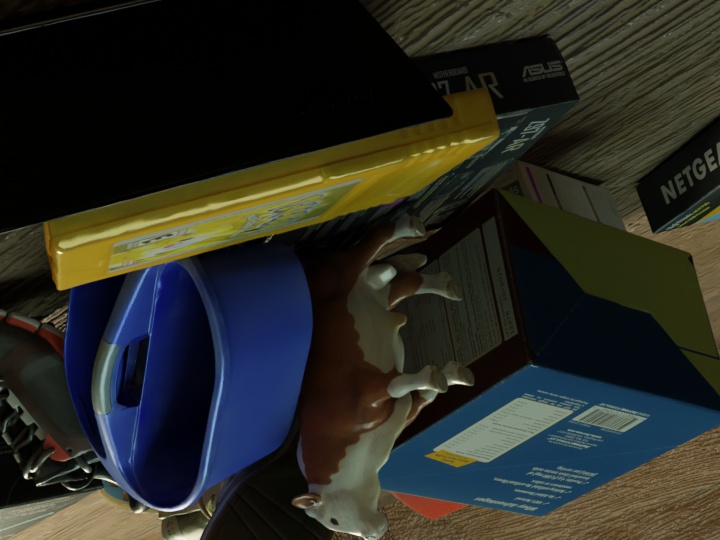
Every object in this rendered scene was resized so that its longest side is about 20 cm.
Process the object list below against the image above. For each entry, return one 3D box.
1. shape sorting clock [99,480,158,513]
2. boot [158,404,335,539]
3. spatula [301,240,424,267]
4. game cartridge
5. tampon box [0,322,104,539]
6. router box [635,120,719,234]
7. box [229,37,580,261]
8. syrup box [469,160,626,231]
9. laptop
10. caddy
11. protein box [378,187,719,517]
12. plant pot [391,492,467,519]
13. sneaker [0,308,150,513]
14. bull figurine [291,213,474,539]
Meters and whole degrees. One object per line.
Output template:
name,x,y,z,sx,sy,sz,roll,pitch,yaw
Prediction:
shape sorting clock,-0.140,0.166,1.293,0.200,0.039,0.200,-10,-167,2
boot,-0.085,0.165,0.949,0.155,0.072,0.200,-29,-164,40
spatula,0.000,0.000,1.118,0.200,0.057,0.021,-16,132,-48
game cartridge,-0.051,-0.035,0.683,0.200,0.032,0.176,-13,177,-12
tampon box,-0.310,0.135,1.016,0.150,0.126,0.200,-6,161,-45
router box,0.345,-0.100,1.198,0.149,0.051,0.200,-13,165,-22
box,0.017,-0.066,0.873,0.160,0.044,0.200,-14,166,-25
syrup box,0.145,-0.026,1.135,0.079,0.081,0.200,-27,163,26
laptop,-0.089,-0.055,0.605,0.187,0.116,0.200,-16,166,-17
caddy,-0.113,0.047,0.842,0.105,0.141,0.200,-21,137,-40
protein box,0.114,0.069,1.018,0.198,0.135,0.200,15,143,-34
plant pot,0.079,0.108,1.376,0.200,0.200,0.176,-27,155,24
sneaker,-0.203,0.092,0.918,0.200,0.082,0.077,28,145,-15
bull figurine,0.006,0.062,0.879,0.121,0.200,0.065,-27,143,26
